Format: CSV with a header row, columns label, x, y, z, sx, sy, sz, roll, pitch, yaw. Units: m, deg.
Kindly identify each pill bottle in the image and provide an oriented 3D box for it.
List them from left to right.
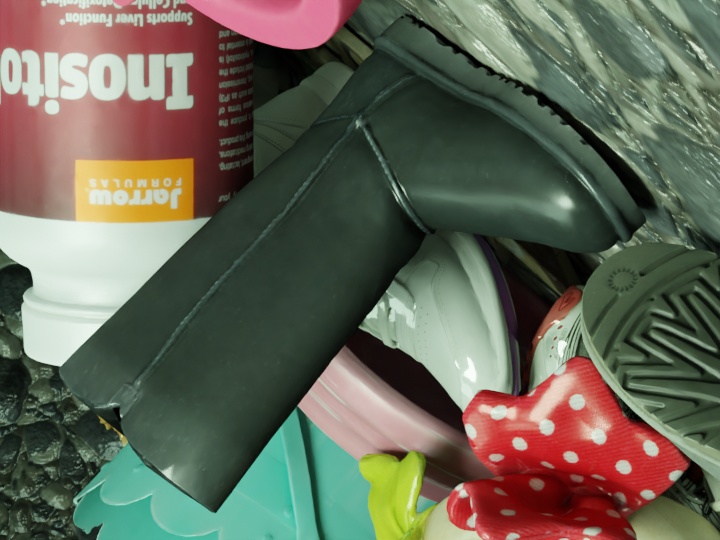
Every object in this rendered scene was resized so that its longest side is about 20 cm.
label,x,y,z,sx,sy,sz,roll,pitch,yaw
pill bottle,-0.099,-0.065,1.201,0.113,0.112,0.201,-152,60,-69

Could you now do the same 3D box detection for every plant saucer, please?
label,x,y,z,sx,sy,sz,roll,pitch,yaw
plant saucer,0.030,0.043,1.342,0.200,0.051,0.201,28,-154,-15

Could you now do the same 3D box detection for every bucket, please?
label,x,y,z,sx,sy,sz,roll,pitch,yaw
bucket,-0.029,0.125,1.442,0.207,0.135,0.207,33,159,14

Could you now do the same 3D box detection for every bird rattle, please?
label,x,y,z,sx,sy,sz,roll,pitch,yaw
bird rattle,0.080,0.108,1.197,0.163,0.113,0.200,22,142,-28

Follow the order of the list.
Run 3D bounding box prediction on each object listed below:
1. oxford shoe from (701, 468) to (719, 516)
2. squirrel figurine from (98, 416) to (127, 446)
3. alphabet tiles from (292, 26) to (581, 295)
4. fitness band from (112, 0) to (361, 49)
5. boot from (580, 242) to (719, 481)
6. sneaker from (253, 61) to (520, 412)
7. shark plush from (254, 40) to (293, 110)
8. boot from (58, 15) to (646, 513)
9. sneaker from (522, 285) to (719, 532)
label,x,y,z,sx,sy,sz,roll,pitch,yaw
oxford shoe,0.172,0.096,1.168,0.200,0.058,0.075,46,175,4
squirrel figurine,-0.087,0.024,1.697,0.141,0.200,0.187,24,146,54
alphabet tiles,0.028,-0.058,1.334,0.200,0.008,0.167,42,173,29
fitness band,-0.077,-0.159,1.057,0.200,0.037,0.143,48,149,-20
boot,0.152,0.097,1.078,0.182,0.073,0.200,43,162,22
sneaker,0.000,0.000,1.252,0.200,0.099,0.075,55,164,36
shark plush,-0.075,-0.107,1.421,0.200,0.090,0.084,44,-146,-74
boot,-0.005,0.011,1.110,0.066,0.200,0.165,50,172,-38
sneaker,0.146,0.081,1.243,0.200,0.078,0.082,49,151,-23
